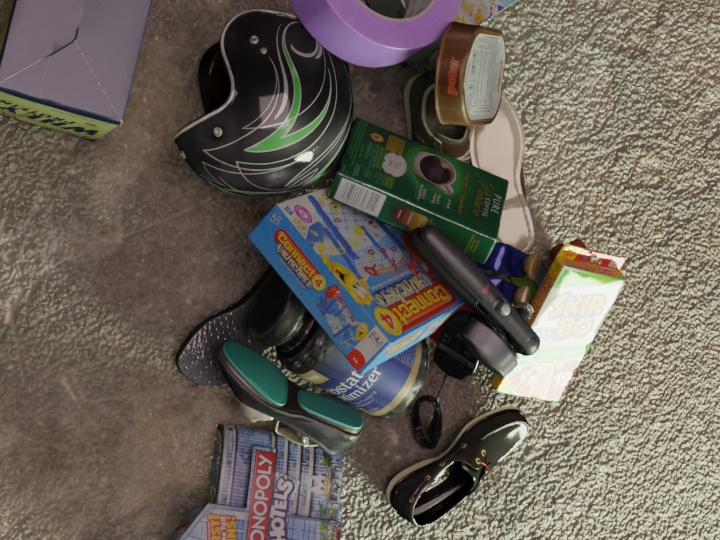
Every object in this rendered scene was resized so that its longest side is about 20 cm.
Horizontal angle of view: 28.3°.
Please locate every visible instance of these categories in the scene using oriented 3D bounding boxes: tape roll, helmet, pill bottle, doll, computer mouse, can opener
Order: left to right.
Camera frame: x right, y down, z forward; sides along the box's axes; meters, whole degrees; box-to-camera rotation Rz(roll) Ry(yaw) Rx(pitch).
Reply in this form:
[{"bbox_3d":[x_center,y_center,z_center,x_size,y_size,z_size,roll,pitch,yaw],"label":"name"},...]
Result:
[{"bbox_3d":[-0.106,-0.176,1.588,0.197,0.200,0.194,7,82,-18],"label":"helmet"},{"bbox_3d":[-0.026,0.081,1.634,0.199,0.111,0.113,30,80,-28],"label":"pill bottle"},{"bbox_3d":[0.015,-0.329,1.559,0.198,0.065,0.203,8,74,-30],"label":"tape roll"},{"bbox_3d":[0.106,0.129,1.690,0.058,0.202,0.034,33,36,20],"label":"computer mouse"},{"bbox_3d":[0.111,-0.017,1.685,0.197,0.048,0.138,16,82,19],"label":"doll"},{"bbox_3d":[0.129,0.026,1.590,0.079,0.063,0.201,-47,109,-28],"label":"can opener"}]

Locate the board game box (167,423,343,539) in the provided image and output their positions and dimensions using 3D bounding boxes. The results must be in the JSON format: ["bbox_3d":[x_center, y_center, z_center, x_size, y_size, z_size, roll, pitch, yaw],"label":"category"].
[{"bbox_3d":[-0.121,0.279,1.626,0.197,0.062,0.203,11,74,-19],"label":"board game box"}]

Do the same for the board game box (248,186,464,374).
[{"bbox_3d":[0.000,0.000,1.595,0.196,0.199,0.056,50,119,9],"label":"board game box"}]

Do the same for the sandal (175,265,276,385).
[{"bbox_3d":[-0.133,0.063,1.658,0.200,0.043,0.077,-40,109,-24],"label":"sandal"}]

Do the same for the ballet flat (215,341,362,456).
[{"bbox_3d":[-0.091,0.155,1.623,0.198,0.073,0.074,30,81,-19],"label":"ballet flat"}]

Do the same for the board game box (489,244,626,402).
[{"bbox_3d":[0.235,0.064,1.676,0.094,0.030,0.202,11,116,-28],"label":"board game box"}]

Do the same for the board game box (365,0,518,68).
[{"bbox_3d":[0.120,-0.342,1.707,0.199,0.103,0.106,-32,98,-16],"label":"board game box"}]

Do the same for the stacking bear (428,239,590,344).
[{"bbox_3d":[0.178,0.045,1.729,0.197,0.121,0.115,-15,89,-9],"label":"stacking bear"}]

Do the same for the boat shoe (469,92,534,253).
[{"bbox_3d":[0.169,-0.117,1.747,0.071,0.060,0.203,-11,93,-5],"label":"boat shoe"}]

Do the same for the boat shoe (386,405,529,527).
[{"bbox_3d":[0.127,0.238,1.721,0.200,0.063,0.074,-32,123,-15],"label":"boat shoe"}]

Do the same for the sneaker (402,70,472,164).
[{"bbox_3d":[0.099,-0.140,1.706,0.066,0.090,0.203,-12,94,-19],"label":"sneaker"}]

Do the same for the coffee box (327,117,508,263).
[{"bbox_3d":[0.068,-0.092,1.632,0.197,0.044,0.124,22,39,-4],"label":"coffee box"}]

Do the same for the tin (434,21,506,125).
[{"bbox_3d":[0.126,-0.219,1.606,0.041,0.200,0.114,12,101,17],"label":"tin"}]

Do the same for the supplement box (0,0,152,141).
[{"bbox_3d":[-0.307,-0.258,1.510,0.132,0.199,0.203,15,85,-18],"label":"supplement box"}]
